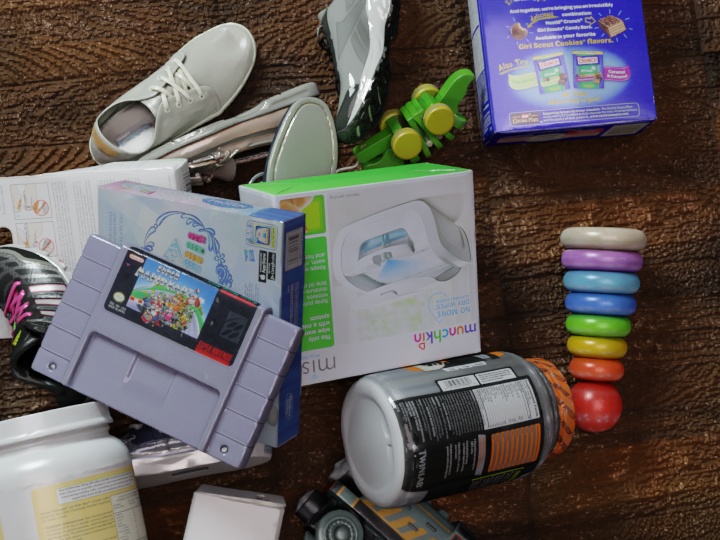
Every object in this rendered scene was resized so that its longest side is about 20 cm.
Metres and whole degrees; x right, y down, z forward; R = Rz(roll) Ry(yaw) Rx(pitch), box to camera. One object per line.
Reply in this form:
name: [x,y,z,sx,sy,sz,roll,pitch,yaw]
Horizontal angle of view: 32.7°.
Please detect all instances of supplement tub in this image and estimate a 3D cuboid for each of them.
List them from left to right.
supplement tub: [-0.252,0.219,1.022,0.145,0.145,0.201,-11,85,-8]
supplement tub: [0.093,0.143,1.140,0.199,0.122,0.123,-7,84,-29]

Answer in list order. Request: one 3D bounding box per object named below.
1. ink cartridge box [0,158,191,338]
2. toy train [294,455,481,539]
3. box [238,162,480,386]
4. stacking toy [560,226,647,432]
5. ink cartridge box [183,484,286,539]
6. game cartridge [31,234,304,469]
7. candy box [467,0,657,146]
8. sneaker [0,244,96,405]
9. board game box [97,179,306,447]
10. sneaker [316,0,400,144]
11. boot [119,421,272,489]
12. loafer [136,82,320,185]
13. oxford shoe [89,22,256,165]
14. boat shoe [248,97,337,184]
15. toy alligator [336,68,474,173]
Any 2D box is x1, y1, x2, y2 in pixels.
ink cartridge box: [-0.253,-0.018,1.163,0.199,0.050,0.162,-2,103,11]
toy train: [0.035,0.262,1.165,0.200,0.085,0.114,41,68,2]
box: [0.000,0.000,1.136,0.199,0.097,0.177,-8,102,-24]
stacking toy: [0.237,0.059,1.214,0.085,0.085,0.201,2,90,-6]
ink cartridge box: [-0.128,0.298,1.105,0.082,0.147,0.201,11,81,-3]
game cartridge: [-0.159,0.063,1.010,0.199,0.038,0.130,23,93,11]
candy box: [0.198,-0.235,1.238,0.168,0.077,0.201,-5,85,-6]
sneaker: [-0.286,0.049,1.094,0.200,0.087,0.074,42,121,19]
board game box: [-0.143,0.034,1.079,0.198,0.043,0.201,12,108,27]
sneaker: [-0.008,-0.215,1.213,0.079,0.074,0.201,5,68,7]
boot: [-0.188,0.151,1.162,0.199,0.073,0.091,-8,71,-10]
loafer: [-0.120,-0.118,1.195,0.199,0.072,0.063,-26,94,-12]
oxford shoe: [-0.180,-0.171,1.197,0.200,0.058,0.075,-40,85,-11]
boat shoe: [-0.067,-0.066,1.179,0.075,0.062,0.201,-1,100,-27]
toy alligator: [0.040,-0.123,1.222,0.200,0.059,0.054,-37,123,8]
